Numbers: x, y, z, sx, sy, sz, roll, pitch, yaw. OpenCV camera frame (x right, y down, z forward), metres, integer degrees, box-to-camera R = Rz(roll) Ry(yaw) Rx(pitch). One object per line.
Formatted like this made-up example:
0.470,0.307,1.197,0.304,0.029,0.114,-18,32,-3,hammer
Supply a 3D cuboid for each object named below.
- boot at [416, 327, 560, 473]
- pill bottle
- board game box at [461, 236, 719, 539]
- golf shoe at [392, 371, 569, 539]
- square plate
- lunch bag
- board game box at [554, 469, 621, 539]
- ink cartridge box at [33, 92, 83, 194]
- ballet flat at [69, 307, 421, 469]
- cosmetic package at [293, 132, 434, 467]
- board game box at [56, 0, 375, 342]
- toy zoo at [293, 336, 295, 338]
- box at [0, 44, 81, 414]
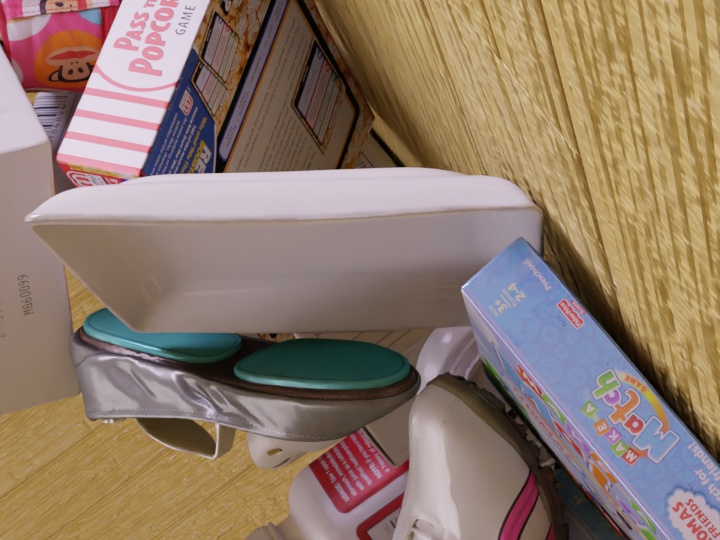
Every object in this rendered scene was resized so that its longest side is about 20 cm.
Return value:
0.101,0.093,1.098,0.095,0.074,0.200,39,173,36,boot
0.032,0.136,1.249,0.113,0.199,0.112,54,177,4,pill bottle
0.105,0.073,0.881,0.151,0.037,0.200,51,176,14,board game box
0.046,0.141,0.976,0.072,0.092,0.201,24,136,44,golf shoe
-0.020,-0.007,0.900,0.200,0.197,0.029,64,-155,-75,square plate
-0.166,-0.194,1.164,0.176,0.081,0.202,-150,55,-81,lunch bag
0.119,0.191,1.060,0.151,0.037,0.200,48,149,13,board game box
-0.120,-0.080,1.317,0.043,0.197,0.200,1,151,31,ink cartridge box
-0.053,0.060,1.009,0.199,0.067,0.064,9,112,36,ballet flat
0.000,0.000,1.187,0.200,0.103,0.073,54,179,43,cosmetic package
-0.061,-0.064,1.028,0.046,0.152,0.200,11,156,23,board game box
-0.070,-0.015,1.298,0.131,0.020,0.202,15,-101,-60,toy zoo
-0.223,-0.039,1.094,0.200,0.106,0.153,-124,25,-50,box
